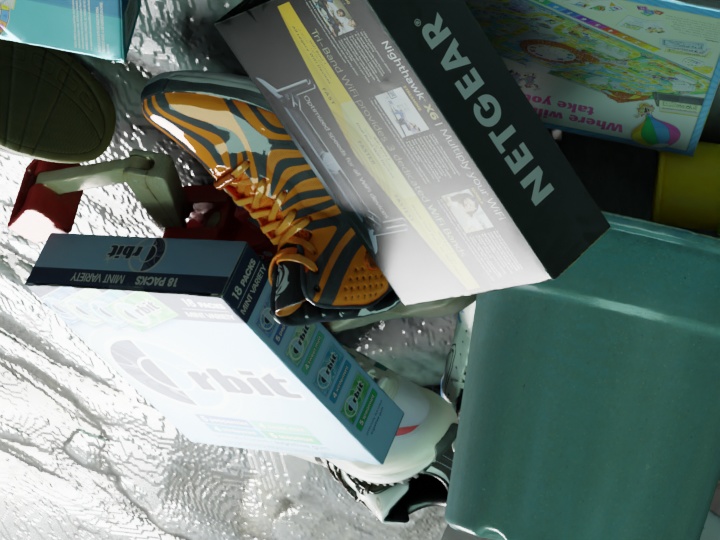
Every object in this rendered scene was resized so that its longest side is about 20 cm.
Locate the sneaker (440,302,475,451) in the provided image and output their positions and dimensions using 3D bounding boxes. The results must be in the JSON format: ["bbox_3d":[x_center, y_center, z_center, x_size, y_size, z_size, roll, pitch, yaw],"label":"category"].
[{"bbox_3d":[0.090,0.061,1.569,0.072,0.073,0.200,10,147,6],"label":"sneaker"}]

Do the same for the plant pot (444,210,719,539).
[{"bbox_3d":[0.142,0.072,1.384,0.199,0.197,0.200,13,179,0],"label":"plant pot"}]

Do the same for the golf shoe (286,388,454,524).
[{"bbox_3d":[0.001,0.134,1.695,0.199,0.095,0.078,2,148,19],"label":"golf shoe"}]

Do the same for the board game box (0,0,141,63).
[{"bbox_3d":[-0.224,-0.195,1.296,0.199,0.047,0.151,11,148,2],"label":"board game box"}]

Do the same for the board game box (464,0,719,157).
[{"bbox_3d":[0.102,-0.132,1.295,0.199,0.034,0.135,12,148,1],"label":"board game box"}]

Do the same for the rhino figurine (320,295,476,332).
[{"bbox_3d":[0.000,0.000,1.488,0.199,0.088,0.060,-12,140,34],"label":"rhino figurine"}]

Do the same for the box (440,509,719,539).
[{"bbox_3d":[0.182,0.211,1.601,0.200,0.105,0.184,34,164,-21],"label":"box"}]

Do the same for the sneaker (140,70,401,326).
[{"bbox_3d":[-0.047,-0.036,1.369,0.199,0.112,0.078,24,159,-19],"label":"sneaker"}]

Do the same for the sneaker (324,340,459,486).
[{"bbox_3d":[-0.021,0.082,1.602,0.199,0.070,0.093,16,151,49],"label":"sneaker"}]

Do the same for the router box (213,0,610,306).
[{"bbox_3d":[0.025,-0.080,1.271,0.200,0.052,0.157,56,153,-13],"label":"router box"}]

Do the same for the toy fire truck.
[{"bbox_3d":[-0.116,-0.042,1.484,0.141,0.049,0.200,31,149,-30],"label":"toy fire truck"}]

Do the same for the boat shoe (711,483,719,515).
[{"bbox_3d":[0.305,0.172,1.675,0.199,0.072,0.066,7,128,25],"label":"boat shoe"}]

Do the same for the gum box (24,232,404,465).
[{"bbox_3d":[-0.092,0.050,1.509,0.169,0.045,0.200,3,149,39],"label":"gum box"}]

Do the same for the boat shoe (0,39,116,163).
[{"bbox_3d":[-0.245,-0.116,1.417,0.199,0.073,0.065,22,169,-26],"label":"boat shoe"}]

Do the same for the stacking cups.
[{"bbox_3d":[0.269,-0.038,1.359,0.199,0.061,0.061,8,148,7],"label":"stacking cups"}]
